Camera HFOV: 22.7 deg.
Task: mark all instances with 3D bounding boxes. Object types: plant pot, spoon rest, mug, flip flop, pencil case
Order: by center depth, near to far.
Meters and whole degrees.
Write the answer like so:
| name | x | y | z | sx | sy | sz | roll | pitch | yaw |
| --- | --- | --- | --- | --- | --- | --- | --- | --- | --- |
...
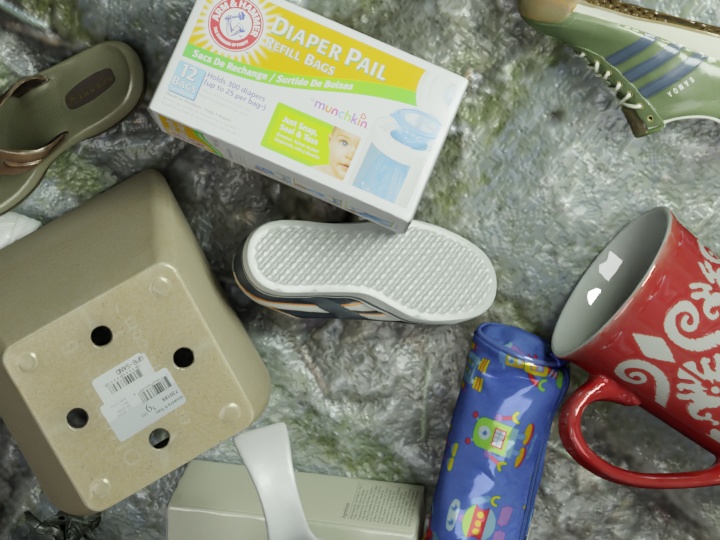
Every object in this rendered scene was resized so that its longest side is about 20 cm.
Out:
| name | x | y | z | sx | sy | sz | roll | pitch | yaw |
| --- | --- | --- | --- | --- | --- | --- | --- | --- | --- |
| plant pot | -0.178 | 0.065 | 1.313 | 0.199 | 0.177 | 0.200 | -29 | 104 | -8 |
| mug | 0.245 | 0.080 | 1.316 | 0.200 | 0.134 | 0.178 | 35 | 108 | -10 |
| spoon rest | -0.054 | 0.205 | 1.333 | 0.099 | 0.061 | 0.200 | -16 | 130 | -6 |
| flip flop | -0.249 | -0.106 | 1.346 | 0.200 | 0.058 | 0.081 | -30 | 80 | 16 |
| pencil case | 0.105 | 0.142 | 1.370 | 0.087 | 0.078 | 0.201 | 17 | 104 | 20 |

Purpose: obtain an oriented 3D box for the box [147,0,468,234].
| name | x | y | z | sx | sy | sz | roll | pitch | yaw |
| --- | --- | --- | --- | --- | --- | --- | --- | --- | --- |
| box | -0.037 | -0.118 | 1.279 | 0.199 | 0.101 | 0.113 | 23 | 86 | 0 |

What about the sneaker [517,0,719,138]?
| name | x | y | z | sx | sy | sz | roll | pitch | yaw |
| --- | --- | --- | --- | --- | --- | --- | --- | --- | --- |
| sneaker | 0.200 | -0.138 | 1.269 | 0.199 | 0.067 | 0.090 | 15 | 107 | 0 |

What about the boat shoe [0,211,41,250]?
| name | x | y | z | sx | sy | sz | roll | pitch | yaw |
| --- | --- | --- | --- | --- | --- | --- | --- | --- | --- |
| boat shoe | -0.274 | 0.052 | 1.421 | 0.086 | 0.075 | 0.203 | 8 | 102 | 2 |

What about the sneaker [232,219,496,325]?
| name | x | y | z | sx | sy | sz | roll | pitch | yaw |
| --- | --- | --- | --- | --- | --- | --- | --- | --- | --- |
| sneaker | 0.000 | 0.000 | 1.355 | 0.199 | 0.079 | 0.079 | 9 | 78 | -18 |

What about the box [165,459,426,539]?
| name | x | y | z | sx | sy | sz | roll | pitch | yaw |
| --- | --- | --- | --- | --- | --- | --- | --- | --- | --- |
| box | -0.051 | 0.208 | 1.435 | 0.199 | 0.082 | 0.069 | 6 | 113 | 8 |

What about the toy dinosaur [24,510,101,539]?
| name | x | y | z | sx | sy | sz | roll | pitch | yaw |
| --- | --- | --- | --- | --- | --- | --- | --- | --- | --- |
| toy dinosaur | -0.238 | 0.268 | 1.452 | 0.102 | 0.136 | 0.200 | -24 | 148 | 1 |
